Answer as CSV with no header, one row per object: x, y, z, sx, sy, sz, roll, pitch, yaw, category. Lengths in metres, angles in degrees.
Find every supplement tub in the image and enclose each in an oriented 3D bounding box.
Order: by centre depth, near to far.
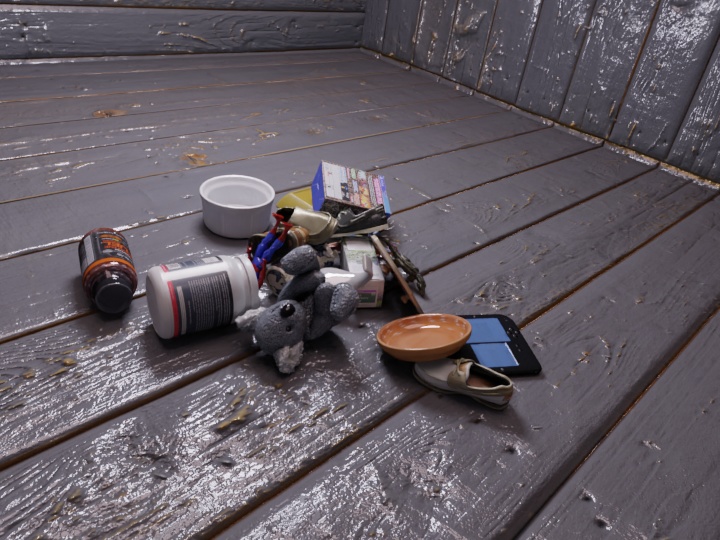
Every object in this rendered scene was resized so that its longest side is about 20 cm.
-0.317,0.048,1.108,0.197,0.143,0.140,-11,38,-30,supplement tub
-0.526,0.002,1.153,0.105,0.109,0.200,-9,37,-27,supplement tub

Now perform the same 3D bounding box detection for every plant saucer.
0.131,0.139,1.136,0.195,0.038,0.200,-8,15,2,plant saucer
-0.116,-0.197,1.635,0.199,0.049,0.198,34,39,31,plant saucer

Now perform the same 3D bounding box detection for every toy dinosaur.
0.101,-0.021,1.385,0.200,0.047,0.088,46,-4,7,toy dinosaur
0.008,-0.069,1.475,0.181,0.201,0.105,38,6,-11,toy dinosaur

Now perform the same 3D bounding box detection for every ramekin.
-0.332,-0.171,1.485,0.196,0.099,0.202,7,31,-4,ramekin

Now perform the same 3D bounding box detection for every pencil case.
-0.138,-0.006,1.296,0.088,0.079,0.199,-19,12,38,pencil case

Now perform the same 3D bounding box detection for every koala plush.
-0.132,0.095,1.096,0.177,0.185,0.200,40,56,9,koala plush

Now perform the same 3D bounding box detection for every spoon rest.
-0.045,0.026,1.210,0.060,0.198,0.101,25,53,-42,spoon rest

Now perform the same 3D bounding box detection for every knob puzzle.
0.067,-0.001,1.280,0.030,0.221,0.221,-32,40,1,knob puzzle

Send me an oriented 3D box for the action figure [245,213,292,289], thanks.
-0.220,-0.026,1.211,0.065,0.203,0.051,36,14,29,action figure

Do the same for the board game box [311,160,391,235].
-0.029,-0.200,1.548,0.196,0.098,0.162,11,46,-21,board game box

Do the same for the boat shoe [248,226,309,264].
-0.191,-0.063,1.301,0.073,0.077,0.198,-27,16,-39,boat shoe

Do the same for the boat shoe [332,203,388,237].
-0.031,-0.120,1.369,0.195,0.069,0.072,-10,11,3,boat shoe

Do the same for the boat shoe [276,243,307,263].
-0.155,-0.076,1.414,0.062,0.074,0.200,24,41,23,boat shoe

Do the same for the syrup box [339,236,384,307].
0.000,0.000,1.329,0.077,0.083,0.201,0,34,-10,syrup box

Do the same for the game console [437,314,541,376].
0.275,0.162,1.207,0.195,0.032,0.178,0,34,-16,game console

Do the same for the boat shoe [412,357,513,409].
0.200,0.202,1.071,0.196,0.069,0.076,15,50,10,boat shoe

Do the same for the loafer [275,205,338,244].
-0.138,-0.113,1.327,0.197,0.068,0.077,5,62,40,loafer
